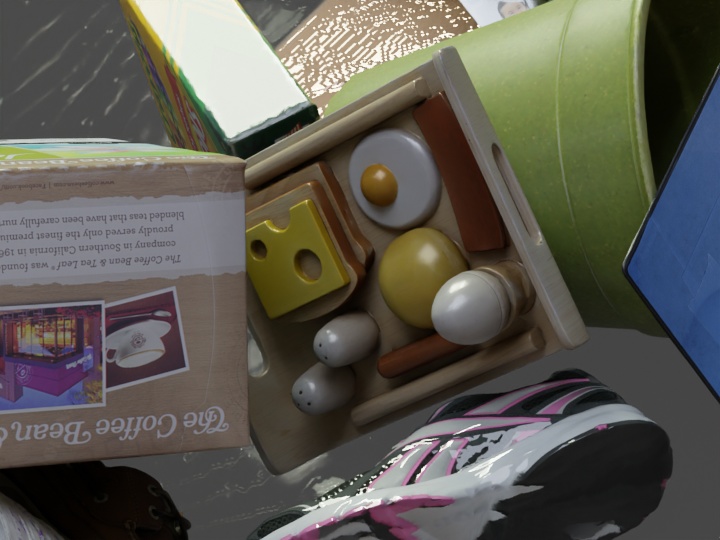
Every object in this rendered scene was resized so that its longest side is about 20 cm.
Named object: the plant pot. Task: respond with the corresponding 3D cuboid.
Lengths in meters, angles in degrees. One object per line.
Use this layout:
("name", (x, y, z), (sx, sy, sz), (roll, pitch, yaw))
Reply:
("plant pot", (0.087, -0.049, 1.364), (0.189, 0.200, 0.201), (-7, 43, 28))

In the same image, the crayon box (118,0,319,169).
("crayon box", (-0.069, -0.082, 1.477), (0.051, 0.127, 0.200), (-26, 43, -8))

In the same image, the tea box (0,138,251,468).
("tea box", (-0.174, 0.012, 1.291), (0.199, 0.134, 0.197), (-3, 7, -25))

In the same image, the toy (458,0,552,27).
("toy", (0.095, -0.185, 1.517), (0.115, 0.047, 0.200), (-36, 74, -5))

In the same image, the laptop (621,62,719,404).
("laptop", (0.240, -0.002, 1.275), (0.199, 0.116, 0.188), (17, 53, 18))

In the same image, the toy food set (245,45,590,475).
("toy food set", (0.000, 0.000, 1.306), (0.200, 0.144, 0.060), (-25, 0, 40))

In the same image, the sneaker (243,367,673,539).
("sneaker", (0.038, 0.104, 1.303), (0.199, 0.081, 0.086), (-17, 31, -10))

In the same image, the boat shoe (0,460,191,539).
("boat shoe", (-0.113, 0.122, 1.324), (0.068, 0.072, 0.200), (-39, 47, -19))

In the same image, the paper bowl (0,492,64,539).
("paper bowl", (-0.219, 0.175, 1.237), (0.200, 0.104, 0.201), (-24, 47, 28))
